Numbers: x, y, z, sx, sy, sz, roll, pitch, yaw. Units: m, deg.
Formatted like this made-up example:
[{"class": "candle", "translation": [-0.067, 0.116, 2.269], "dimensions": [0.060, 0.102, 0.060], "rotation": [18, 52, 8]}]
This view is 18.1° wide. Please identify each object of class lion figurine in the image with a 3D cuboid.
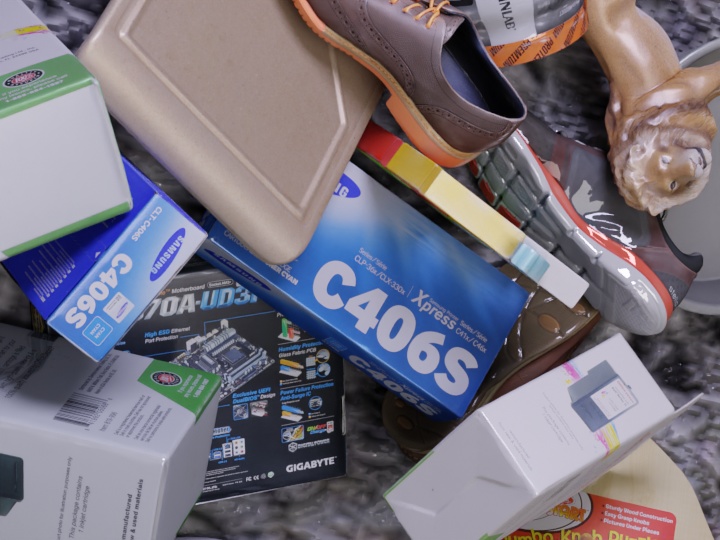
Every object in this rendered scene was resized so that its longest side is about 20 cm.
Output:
[{"class": "lion figurine", "translation": [0.179, -0.141, 1.452], "dimensions": [0.122, 0.072, 0.201], "rotation": [-27, 82, -20]}]

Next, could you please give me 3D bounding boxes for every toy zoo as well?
[{"class": "toy zoo", "translation": [0.063, -0.038, 1.395], "dimensions": [0.131, 0.200, 0.021], "rotation": [36, 92, -28]}]

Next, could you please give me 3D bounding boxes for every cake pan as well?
[{"class": "cake pan", "translation": [0.255, -0.070, 1.556], "dimensions": [0.199, 0.037, 0.202], "rotation": [-7, 110, -20]}]

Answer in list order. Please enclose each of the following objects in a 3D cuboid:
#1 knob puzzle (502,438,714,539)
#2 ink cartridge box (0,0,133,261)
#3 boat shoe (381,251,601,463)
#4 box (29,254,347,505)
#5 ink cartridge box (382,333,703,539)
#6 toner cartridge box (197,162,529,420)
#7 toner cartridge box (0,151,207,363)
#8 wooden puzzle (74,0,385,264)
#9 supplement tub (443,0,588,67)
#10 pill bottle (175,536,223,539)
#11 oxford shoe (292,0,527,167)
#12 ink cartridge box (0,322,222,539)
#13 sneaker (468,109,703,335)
[{"class": "knob puzzle", "translation": [0.151, 0.187, 1.557], "dimensions": [0.218, 0.030, 0.221], "rotation": [3, 66, -7]}, {"class": "ink cartridge box", "translation": [-0.229, -0.076, 1.262], "dimensions": [0.144, 0.200, 0.085], "rotation": [-22, 118, -14]}, {"class": "boat shoe", "translation": [0.098, 0.055, 1.524], "dimensions": [0.200, 0.072, 0.068], "rotation": [-42, 152, -9]}, {"class": "box", "translation": [-0.107, 0.069, 1.447], "dimensions": [0.198, 0.046, 0.160], "rotation": [-9, 110, -20]}, {"class": "ink cartridge box", "translation": [0.121, 0.111, 1.460], "dimensions": [0.199, 0.068, 0.117], "rotation": [-23, 163, -47]}, {"class": "toner cartridge box", "translation": [0.000, 0.000, 1.408], "dimensions": [0.199, 0.043, 0.095], "rotation": [35, 72, -15]}, {"class": "toner cartridge box", "translation": [-0.163, -0.027, 1.305], "dimensions": [0.043, 0.200, 0.095], "rotation": [40, 91, -30]}, {"class": "wooden puzzle", "translation": [-0.066, -0.133, 1.337], "dimensions": [0.185, 0.037, 0.201], "rotation": [45, 57, -27]}, {"class": "supplement tub", "translation": [0.074, -0.233, 1.377], "dimensions": [0.122, 0.122, 0.201], "rotation": [-22, 114, -14]}, {"class": "pill bottle", "translation": [-0.113, 0.287, 1.483], "dimensions": [0.110, 0.111, 0.202], "rotation": [-5, 109, -21]}, {"class": "oxford shoe", "translation": [0.025, -0.154, 1.339], "dimensions": [0.200, 0.073, 0.071], "rotation": [47, 53, -16]}, {"class": "ink cartridge box", "translation": [-0.196, 0.098, 1.322], "dimensions": [0.198, 0.147, 0.084], "rotation": [13, 109, 6]}, {"class": "sneaker", "translation": [0.146, -0.052, 1.483], "dimensions": [0.082, 0.077, 0.200], "rotation": [-42, 94, -23]}]
